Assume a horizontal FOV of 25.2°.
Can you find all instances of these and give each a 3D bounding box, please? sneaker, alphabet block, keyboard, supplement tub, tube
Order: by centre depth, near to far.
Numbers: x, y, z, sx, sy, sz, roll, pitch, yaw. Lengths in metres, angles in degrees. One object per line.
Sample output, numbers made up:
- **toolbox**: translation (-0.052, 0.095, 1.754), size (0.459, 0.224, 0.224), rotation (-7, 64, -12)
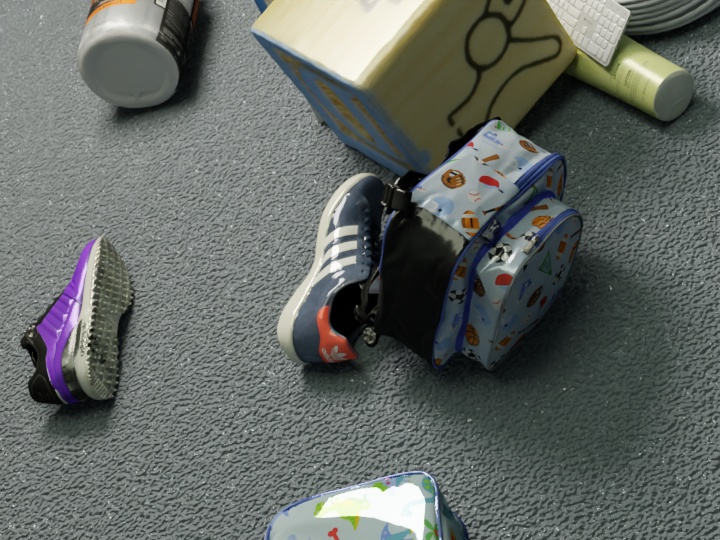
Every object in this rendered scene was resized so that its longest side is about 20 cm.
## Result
- **sneaker**: translation (0.000, 0.000, 1.474), size (0.084, 0.075, 0.201), rotation (4, 61, 34)
- **alphabet block**: translation (0.052, -0.220, 1.545), size (0.200, 0.195, 0.196), rotation (-49, 46, -7)
- **tube**: translation (0.235, -0.203, 1.552), size (0.058, 0.052, 0.200), rotation (-41, 44, -8)
- **keyboard**: translation (0.200, -0.263, 1.576), size (0.056, 0.011, 0.200), rotation (-63, 36, 17)
- **sneaker**: translation (-0.288, 0.050, 1.586), size (0.099, 0.070, 0.201), rotation (-16, 43, 18)
- **supplement tub**: translation (-0.252, -0.294, 1.862), size (0.122, 0.123, 0.201), rotation (-13, 44, 18)

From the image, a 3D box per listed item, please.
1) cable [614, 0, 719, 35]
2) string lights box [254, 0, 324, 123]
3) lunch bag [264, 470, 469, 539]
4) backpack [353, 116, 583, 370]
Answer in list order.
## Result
- **cable**: translation (0.292, -0.320, 1.622), size (0.200, 0.069, 0.200), rotation (-46, 44, -18)
- **string lights box**: translation (-0.040, -0.257, 1.648), size (0.102, 0.200, 0.059), rotation (-25, 42, 4)
- **lunch bag**: translation (0.004, 0.256, 1.211), size (0.160, 0.083, 0.201), rotation (-18, 43, 12)
- **backpack**: translation (0.103, -0.027, 1.362), size (0.154, 0.200, 0.191), rotation (29, 55, 11)
